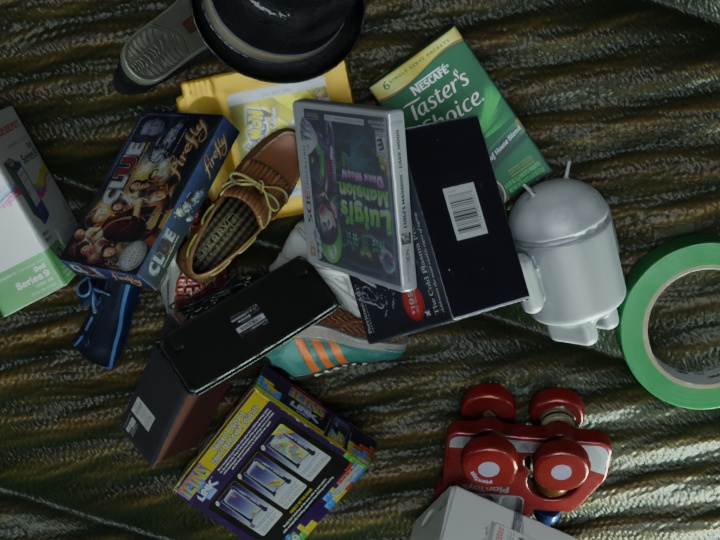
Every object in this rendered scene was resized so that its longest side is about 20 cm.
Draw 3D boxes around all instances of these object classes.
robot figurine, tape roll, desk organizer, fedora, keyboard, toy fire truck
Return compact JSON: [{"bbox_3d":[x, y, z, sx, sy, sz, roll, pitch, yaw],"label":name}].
[{"bbox_3d":[0.231,-0.017,1.432,0.113,0.169,0.201,4,118,46],"label":"robot figurine"},{"bbox_3d":[0.398,0.060,1.487,0.199,0.048,0.202,0,104,2],"label":"tape roll"},{"bbox_3d":[-0.205,0.132,1.494,0.072,0.077,0.200,46,128,22],"label":"desk organizer"},{"bbox_3d":[-0.077,-0.293,1.349,0.199,0.092,0.202,0,89,-20],"label":"fedora"},{"bbox_3d":[-0.130,0.053,1.413,0.199,0.040,0.104,-30,76,-19],"label":"keyboard"},{"bbox_3d":[0.191,0.234,1.518,0.199,0.112,0.169,4,129,1],"label":"toy fire truck"}]

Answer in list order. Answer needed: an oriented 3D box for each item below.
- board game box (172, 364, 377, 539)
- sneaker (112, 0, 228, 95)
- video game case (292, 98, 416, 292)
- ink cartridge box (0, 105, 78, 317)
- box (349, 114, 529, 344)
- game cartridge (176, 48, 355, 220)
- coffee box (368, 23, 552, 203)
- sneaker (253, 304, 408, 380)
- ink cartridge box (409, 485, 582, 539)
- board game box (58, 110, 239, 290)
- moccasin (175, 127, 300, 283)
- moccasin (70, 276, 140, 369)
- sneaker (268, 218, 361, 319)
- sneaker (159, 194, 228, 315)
[{"bbox_3d":[-0.103,0.233,1.514,0.165,0.057,0.200,36,119,-6],"label":"board game box"},{"bbox_3d":[-0.190,-0.265,1.413,0.200,0.106,0.075,-34,99,-21],"label":"sneaker"},{"bbox_3d":[-0.009,-0.083,1.334,0.023,0.200,0.183,-13,106,-29],"label":"video game case"},{"bbox_3d":[-0.394,-0.070,1.423,0.087,0.145,0.201,-27,102,8],"label":"ink cartridge box"},{"bbox_3d":[0.064,-0.039,1.356,0.104,0.182,0.201,-14,86,-29],"label":"box"},{"bbox_3d":[-0.098,-0.147,1.455,0.199,0.032,0.177,-12,104,3],"label":"game cartridge"},{"bbox_3d":[0.112,-0.162,1.439,0.123,0.044,0.200,-33,101,9],"label":"coffee box"},{"bbox_3d":[-0.046,0.088,1.501,0.199,0.071,0.080,8,120,-3],"label":"sneaker"},{"bbox_3d":[0.165,0.351,1.516,0.199,0.083,0.147,24,145,-5],"label":"ink cartridge box"},{"bbox_3d":[-0.229,-0.080,1.382,0.035,0.135,0.201,45,63,-44],"label":"board game box"},{"bbox_3d":[-0.128,-0.073,1.403,0.074,0.078,0.201,46,79,-12],"label":"moccasin"},{"bbox_3d":[-0.294,0.033,1.461,0.068,0.081,0.201,22,122,0],"label":"moccasin"},{"bbox_3d":[0.000,0.000,1.465,0.199,0.078,0.100,22,96,0],"label":"sneaker"},{"bbox_3d":[-0.207,-0.019,1.476,0.078,0.082,0.201,-23,123,-37],"label":"sneaker"}]
